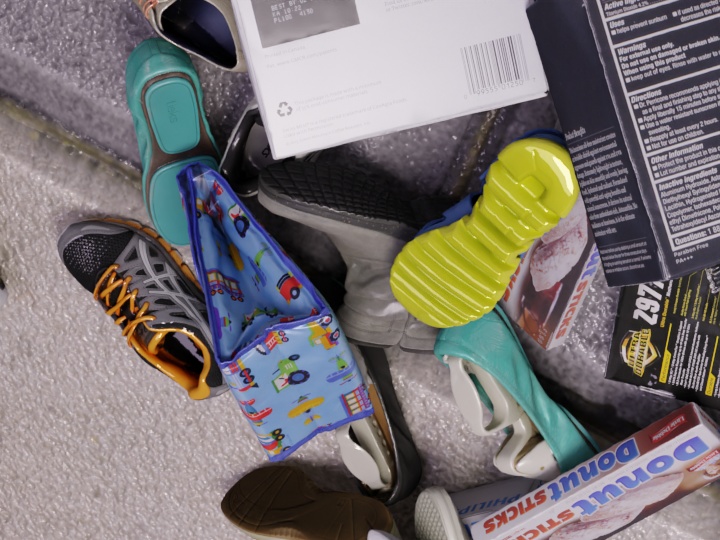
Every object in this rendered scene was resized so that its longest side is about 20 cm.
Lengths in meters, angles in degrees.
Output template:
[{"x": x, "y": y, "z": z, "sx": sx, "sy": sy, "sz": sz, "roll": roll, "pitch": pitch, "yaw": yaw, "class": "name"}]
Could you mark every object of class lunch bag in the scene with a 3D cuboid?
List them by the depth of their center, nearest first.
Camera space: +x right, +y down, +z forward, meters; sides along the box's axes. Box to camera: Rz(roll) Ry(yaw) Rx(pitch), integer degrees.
[{"x": -0.081, "y": 0.017, "z": 1.436, "sx": 0.094, "sy": 0.201, "sz": 0.151, "roll": -26, "pitch": 143, "yaw": -3, "class": "lunch bag"}]

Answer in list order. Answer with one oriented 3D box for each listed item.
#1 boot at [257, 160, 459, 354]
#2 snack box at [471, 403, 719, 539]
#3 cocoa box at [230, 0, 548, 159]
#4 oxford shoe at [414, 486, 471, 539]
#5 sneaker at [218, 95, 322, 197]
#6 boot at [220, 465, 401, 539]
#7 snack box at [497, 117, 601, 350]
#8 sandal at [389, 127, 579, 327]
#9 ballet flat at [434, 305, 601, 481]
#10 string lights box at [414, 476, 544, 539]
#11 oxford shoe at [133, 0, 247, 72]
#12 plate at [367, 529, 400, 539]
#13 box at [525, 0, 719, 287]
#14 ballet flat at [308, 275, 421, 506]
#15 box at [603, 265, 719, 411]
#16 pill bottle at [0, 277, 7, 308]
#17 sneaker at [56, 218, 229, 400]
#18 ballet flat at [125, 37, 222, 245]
[{"x": 0.000, "y": 0.000, "z": 1.429, "sx": 0.199, "sy": 0.068, "sz": 0.131, "roll": 15, "pitch": 119, "yaw": -17, "class": "boot"}, {"x": 0.185, "y": 0.170, "z": 1.415, "sx": 0.199, "sy": 0.024, "sz": 0.072, "roll": -32, "pitch": 134, "yaw": 19, "class": "snack box"}, {"x": 0.015, "y": -0.175, "z": 1.306, "sx": 0.198, "sy": 0.131, "sz": 0.134, "roll": -14, "pitch": 108, "yaw": -1, "class": "cocoa box"}, {"x": 0.095, "y": 0.260, "z": 1.482, "sx": 0.201, "sy": 0.057, "sz": 0.075, "roll": 69, "pitch": 161, "yaw": -6, "class": "oxford shoe"}, {"x": -0.036, "y": -0.129, "z": 1.414, "sx": 0.076, "sy": 0.088, "sz": 0.200, "roll": 39, "pitch": 120, "yaw": 5, "class": "sneaker"}, {"x": -0.020, "y": 0.246, "z": 1.577, "sx": 0.199, "sy": 0.072, "sz": 0.155, "roll": 10, "pitch": 140, "yaw": 46, "class": "boot"}, {"x": 0.153, "y": -0.039, "z": 1.384, "sx": 0.072, "sy": 0.024, "sz": 0.201, "roll": 44, "pitch": 132, "yaw": 30, "class": "snack box"}, {"x": 0.098, "y": -0.033, "z": 1.351, "sx": 0.079, "sy": 0.087, "sz": 0.200, "roll": 45, "pitch": 126, "yaw": -4, "class": "sandal"}, {"x": 0.118, "y": 0.113, "z": 1.440, "sx": 0.200, "sy": 0.070, "sz": 0.067, "roll": 54, "pitch": 157, "yaw": -19, "class": "ballet flat"}, {"x": 0.134, "y": 0.274, "z": 1.536, "sx": 0.102, "sy": 0.059, "sz": 0.201, "roll": -17, "pitch": 105, "yaw": 28, "class": "string lights box"}, {"x": -0.144, "y": -0.219, "z": 1.422, "sx": 0.199, "sy": 0.074, "sz": 0.071, "roll": 34, "pitch": 121, "yaw": 15, "class": "oxford shoe"}, {"x": 0.079, "y": 0.317, "z": 1.451, "sx": 0.199, "sy": 0.032, "sz": 0.201, "roll": 32, "pitch": 134, "yaw": 36, "class": "plate"}, {"x": 0.237, "y": -0.113, "z": 1.210, "sx": 0.199, "sy": 0.123, "sz": 0.200, "roll": -17, "pitch": 91, "yaw": -11, "class": "box"}, {"x": -0.004, "y": 0.102, "z": 1.513, "sx": 0.068, "sy": 0.068, "sz": 0.201, "roll": -18, "pitch": 104, "yaw": 29, "class": "ballet flat"}, {"x": 0.273, "y": 0.006, "z": 1.365, "sx": 0.159, "sy": 0.049, "sz": 0.201, "roll": 16, "pitch": 118, "yaw": 19, "class": "box"}, {"x": -0.392, "y": -0.035, "z": 1.591, "sx": 0.111, "sy": 0.112, "sz": 0.201, "roll": -21, "pitch": 103, "yaw": 29, "class": "pill bottle"}, {"x": -0.173, "y": 0.031, "z": 1.548, "sx": 0.200, "sy": 0.077, "sz": 0.078, "roll": 37, "pitch": 123, "yaw": 6, "class": "sneaker"}, {"x": -0.146, "y": -0.107, "z": 1.476, "sx": 0.067, "sy": 0.071, "sz": 0.201, "roll": -12, "pitch": 142, "yaw": -8, "class": "ballet flat"}]
